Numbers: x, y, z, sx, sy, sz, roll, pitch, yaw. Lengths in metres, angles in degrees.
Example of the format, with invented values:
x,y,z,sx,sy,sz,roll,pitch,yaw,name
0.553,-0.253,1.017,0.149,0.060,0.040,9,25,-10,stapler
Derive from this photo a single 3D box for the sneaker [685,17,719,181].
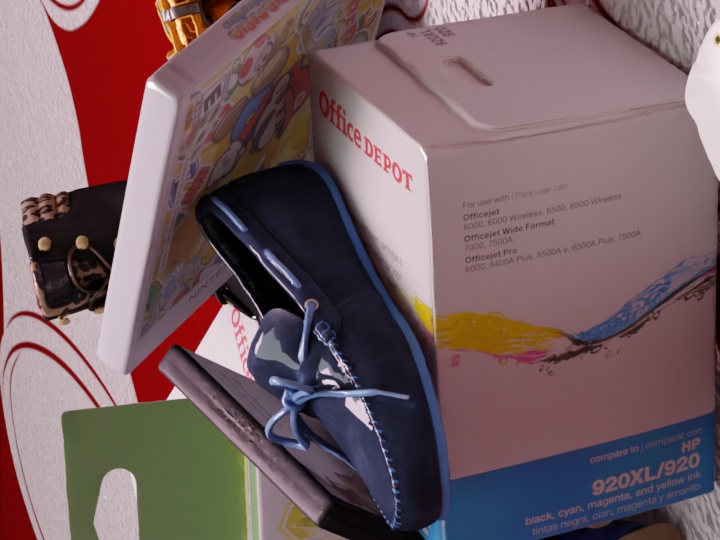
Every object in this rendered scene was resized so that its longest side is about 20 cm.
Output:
x,y,z,sx,sy,sz,roll,pitch,yaw,name
0.170,-0.062,0.862,0.200,0.073,0.116,125,128,-68,sneaker

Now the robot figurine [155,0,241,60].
x,y,z,sx,sy,sz,roll,pitch,yaw,name
-0.094,-0.159,1.391,0.200,0.058,0.146,147,105,-87,robot figurine

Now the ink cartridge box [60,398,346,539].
x,y,z,sx,sy,sz,roll,pitch,yaw,name
-0.057,0.136,1.292,0.048,0.199,0.146,-124,30,-62,ink cartridge box

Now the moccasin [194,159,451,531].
x,y,z,sx,sy,sz,roll,pitch,yaw,name
-0.020,0.038,1.042,0.081,0.068,0.200,97,154,-43,moccasin

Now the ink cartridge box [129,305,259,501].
x,y,z,sx,sy,sz,roll,pitch,yaw,name
-0.059,0.119,1.433,0.200,0.085,0.148,-55,39,41,ink cartridge box

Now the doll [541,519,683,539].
x,y,z,sx,sy,sz,roll,pitch,yaw,name
0.093,0.121,1.226,0.137,0.048,0.200,60,161,-7,doll

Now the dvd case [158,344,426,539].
x,y,z,sx,sy,sz,roll,pitch,yaw,name
0.005,0.105,1.152,0.143,0.200,0.018,40,97,43,dvd case

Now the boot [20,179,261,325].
x,y,z,sx,sy,sz,roll,pitch,yaw,name
-0.109,-0.003,1.330,0.200,0.150,0.074,-112,11,-54,boot

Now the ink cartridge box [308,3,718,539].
x,y,z,sx,sy,sz,roll,pitch,yaw,name
0.070,0.000,1.090,0.147,0.144,0.201,-134,36,-59,ink cartridge box

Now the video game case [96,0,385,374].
x,y,z,sx,sy,sz,roll,pitch,yaw,name
-0.051,-0.065,1.127,0.023,0.182,0.201,34,141,14,video game case
